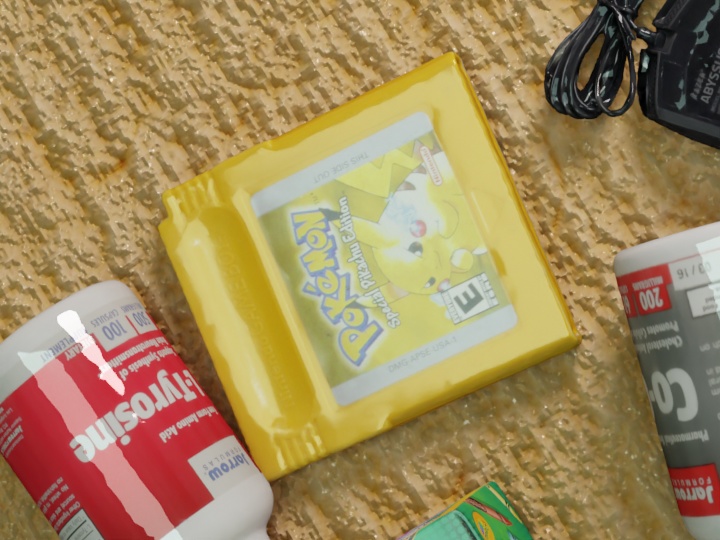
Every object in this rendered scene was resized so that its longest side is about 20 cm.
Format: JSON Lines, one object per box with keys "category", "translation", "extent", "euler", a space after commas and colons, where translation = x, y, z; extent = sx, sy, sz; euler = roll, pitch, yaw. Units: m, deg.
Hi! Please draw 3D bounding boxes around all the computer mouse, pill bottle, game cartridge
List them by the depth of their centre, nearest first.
{"category": "pill bottle", "translation": [0.208, 0.073, 0.994], "extent": [0.113, 0.114, 0.202], "euler": [-16, 87, 13]}
{"category": "computer mouse", "translation": [0.209, -0.110, 1.026], "extent": [0.199, 0.053, 0.140], "euler": [28, 97, 22]}
{"category": "pill bottle", "translation": [-0.120, 0.115, 1.073], "extent": [0.112, 0.112, 0.201], "euler": [-38, 83, 11]}
{"category": "game cartridge", "translation": [0.000, 0.000, 1.084], "extent": [0.198, 0.032, 0.178], "euler": [-25, 86, 12]}

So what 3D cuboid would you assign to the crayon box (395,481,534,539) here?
{"category": "crayon box", "translation": [-0.003, 0.195, 1.045], "extent": [0.199, 0.119, 0.059], "euler": [-34, 84, 12]}
